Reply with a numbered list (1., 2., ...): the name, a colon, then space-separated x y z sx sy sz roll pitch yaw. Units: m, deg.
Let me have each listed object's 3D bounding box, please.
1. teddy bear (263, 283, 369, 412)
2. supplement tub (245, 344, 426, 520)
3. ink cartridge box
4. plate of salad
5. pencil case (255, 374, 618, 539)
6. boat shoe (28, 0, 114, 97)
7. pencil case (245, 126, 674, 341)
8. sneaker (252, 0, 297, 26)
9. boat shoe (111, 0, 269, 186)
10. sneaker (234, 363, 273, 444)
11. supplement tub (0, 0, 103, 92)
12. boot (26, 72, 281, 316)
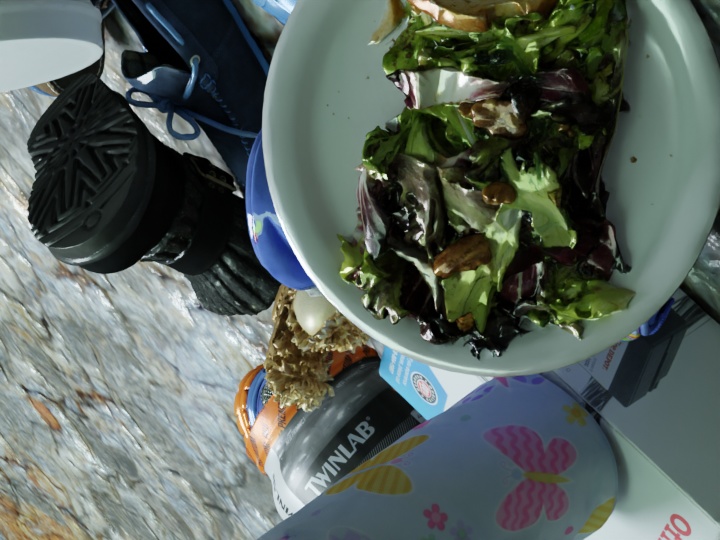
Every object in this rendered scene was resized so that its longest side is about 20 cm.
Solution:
1. teddy bear: 0.000 0.000 1.189 0.066 0.146 0.200 20 160 -4
2. supplement tub: 0.035 0.137 1.352 0.200 0.122 0.123 42 156 18
3. ink cartridge box: 0.111 0.062 1.139 0.200 0.084 0.145 44 155 17
4. plate of salad: 0.050 -0.054 0.967 0.200 0.200 0.048 47 -162 7
5. pencil case: 0.025 0.124 1.033 0.083 0.200 0.091 -11 109 53
6. boat shoe: -0.177 -0.167 1.345 0.072 0.072 0.200 33 152 34
7. pencil case: 0.046 -0.019 1.040 0.199 0.078 0.087 8 116 18
8. sneaker: 0.018 -0.114 1.082 0.200 0.066 0.079 35 167 33
9. boat shoe: -0.105 -0.121 1.284 0.084 0.069 0.200 11 135 58
10. sneaker: -0.004 0.142 1.504 0.200 0.075 0.078 51 155 -5
11. supplement tub: -0.202 -0.194 1.167 0.144 0.144 0.201 157 104 -67
12. boot: -0.103 -0.022 1.327 0.158 0.079 0.211 43 -169 -22
